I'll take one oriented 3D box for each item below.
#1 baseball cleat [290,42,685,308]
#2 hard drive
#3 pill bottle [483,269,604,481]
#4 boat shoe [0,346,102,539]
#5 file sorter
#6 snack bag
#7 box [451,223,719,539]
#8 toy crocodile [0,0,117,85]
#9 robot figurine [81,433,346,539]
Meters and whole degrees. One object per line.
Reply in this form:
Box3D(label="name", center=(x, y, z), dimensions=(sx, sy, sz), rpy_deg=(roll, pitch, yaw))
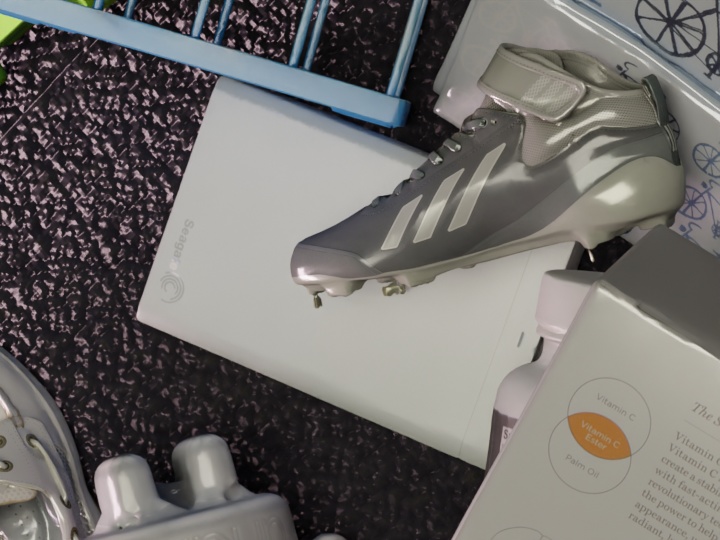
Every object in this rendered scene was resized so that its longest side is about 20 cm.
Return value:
Box3D(label="baseball cleat", center=(0.053, -0.048, 1.394), dimensions=(0.200, 0.070, 0.107), rpy_deg=(-12, 94, 21))
Box3D(label="hard drive", center=(0.000, 0.000, 1.471), dimensions=(0.200, 0.026, 0.132), rpy_deg=(22, 99, 16))
Box3D(label="pill bottle", center=(0.111, 0.104, 1.391), dimensions=(0.111, 0.111, 0.200), rpy_deg=(10, 96, 19))
Box3D(label="boat shoe", center=(-0.179, 0.112, 1.515), dimensions=(0.071, 0.069, 0.200), rpy_deg=(-39, 79, 18))
Box3D(label="file sorter", center=(-0.060, -0.152, 1.403), dimensions=(0.200, 0.139, 0.123), rpy_deg=(16, 93, 1))
Box3D(label="snack bag", center=(0.134, -0.097, 1.369), dimensions=(0.188, 0.021, 0.200), rpy_deg=(36, 136, 13))
Box3D(label="box", center=(0.130, 0.110, 1.256), dimensions=(0.152, 0.106, 0.200), rpy_deg=(32, 112, 9))
Box3D(label="toy crocodile", center=(-0.177, -0.139, 1.513), dimensions=(0.200, 0.062, 0.068), rpy_deg=(-34, 93, 14))
Box3D(label="robot figurine", center=(-0.076, 0.183, 1.458), dimensions=(0.169, 0.113, 0.200), rpy_deg=(-15, 88, -9))
